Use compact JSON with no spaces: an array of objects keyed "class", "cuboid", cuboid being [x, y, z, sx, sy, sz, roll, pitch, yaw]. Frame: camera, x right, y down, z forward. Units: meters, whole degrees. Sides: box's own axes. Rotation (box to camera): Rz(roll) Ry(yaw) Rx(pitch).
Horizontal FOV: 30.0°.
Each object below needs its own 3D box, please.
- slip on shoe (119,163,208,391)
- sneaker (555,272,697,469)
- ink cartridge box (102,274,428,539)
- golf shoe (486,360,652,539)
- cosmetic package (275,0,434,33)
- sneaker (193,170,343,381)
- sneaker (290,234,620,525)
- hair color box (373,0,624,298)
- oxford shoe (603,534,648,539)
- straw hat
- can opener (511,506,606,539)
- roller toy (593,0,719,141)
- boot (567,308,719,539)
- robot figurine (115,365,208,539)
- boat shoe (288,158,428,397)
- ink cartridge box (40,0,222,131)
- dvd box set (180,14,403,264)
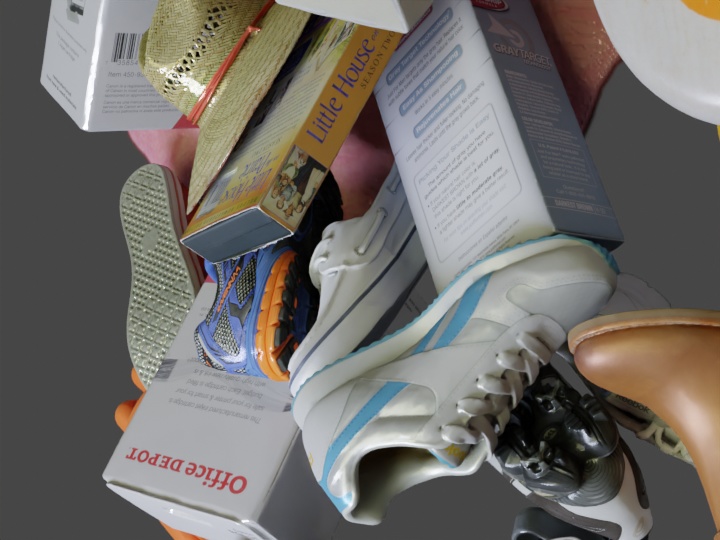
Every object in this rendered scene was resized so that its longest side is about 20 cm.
[{"class":"slip on shoe","cuboid":[-0.138,0.012,1.014,0.073,0.061,0.202,-28,55,22]},{"class":"sneaker","cuboid":[0.179,0.079,0.746,0.199,0.087,0.075,38,117,29]},{"class":"ink cartridge box","cuboid":[-0.062,0.082,0.899,0.145,0.083,0.202,7,62,39]},{"class":"golf shoe","cuboid":[0.101,0.096,0.780,0.095,0.078,0.200,48,-177,-25]},{"class":"cosmetic package","cuboid":[0.031,-0.232,0.718,0.102,0.201,0.088,18,150,37]},{"class":"sneaker","cuboid":[-0.063,-0.019,0.860,0.077,0.202,0.076,-7,139,20]},{"class":"sneaker","cuboid":[0.058,0.059,0.716,0.199,0.076,0.081,-36,51,15]},{"class":"hair color box","cuboid":[0.071,-0.079,0.786,0.099,0.060,0.202,-43,54,41]},{"class":"oxford shoe","cuboid":[0.130,0.197,0.840,0.084,0.072,0.203,16,107,53]},{"class":"straw hat","cuboid":[-0.095,-0.144,0.858,0.084,0.202,0.201,32,131,-10]},{"class":"can opener","cuboid":[0.170,0.202,0.762,0.199,0.067,0.053,39,131,-13]},{"class":"roller toy","cuboid":[0.200,-0.160,0.623,0.183,0.139,0.201,48,130,24]},{"class":"boot","cuboid":[0.188,0.112,0.660,0.077,0.197,0.157,128,158,-68]},{"class":"robot figurine","cuboid":[-0.100,0.140,1.013,0.199,0.144,0.117,37,163,31]},{"class":"boat shoe","cuboid":[0.000,0.000,0.821,0.065,0.201,0.074,32,139,5]},{"class":"ink cartridge box","cuboid":[-0.128,-0.205,0.920,0.083,0.145,0.202,42,126,41]},{"class":"dvd box set","cuboid":[-0.028,-0.102,0.790,0.029,0.202,0.146,33,161,-17]}]
